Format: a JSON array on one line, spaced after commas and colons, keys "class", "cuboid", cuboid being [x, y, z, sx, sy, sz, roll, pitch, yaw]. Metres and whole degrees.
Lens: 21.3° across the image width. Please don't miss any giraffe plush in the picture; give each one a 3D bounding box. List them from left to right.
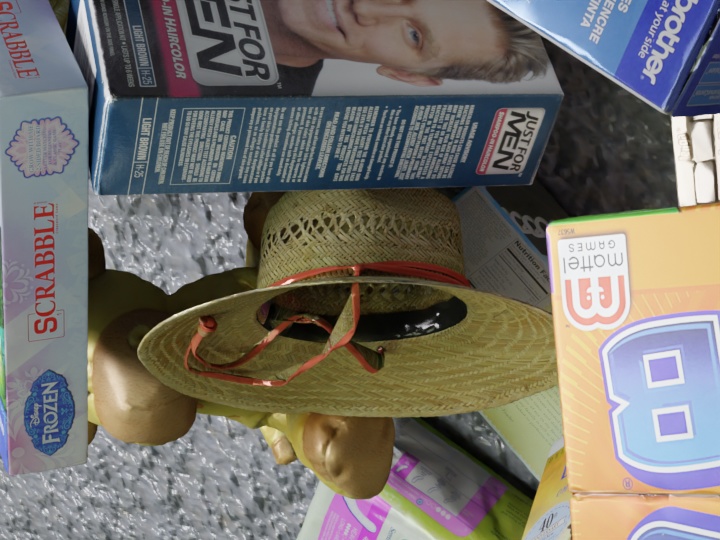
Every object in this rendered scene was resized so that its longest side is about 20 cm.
[{"class": "giraffe plush", "cuboid": [-0.086, 0.038, 1.000, 0.200, 0.161, 0.174, -9, 85, 63]}]

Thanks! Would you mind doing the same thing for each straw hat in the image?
[{"class": "straw hat", "cuboid": [0.000, 0.000, 0.865, 0.199, 0.086, 0.201, 0, 158, 0]}]

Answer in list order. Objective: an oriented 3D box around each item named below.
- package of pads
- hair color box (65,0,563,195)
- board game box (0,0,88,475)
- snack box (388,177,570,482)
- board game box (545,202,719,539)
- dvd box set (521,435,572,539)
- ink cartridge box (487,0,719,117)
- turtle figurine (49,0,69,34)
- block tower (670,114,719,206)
[{"class": "package of pads", "cuboid": [0.058, 0.181, 1.099, 0.199, 0.068, 0.155, 36, 141, 13]}, {"class": "hair color box", "cuboid": [-0.022, -0.089, 0.834, 0.061, 0.198, 0.101, 108, 154, -47]}, {"class": "board game box", "cuboid": [-0.167, -0.045, 0.895, 0.200, 0.041, 0.201, -121, 30, -50]}, {"class": "snack box", "cuboid": [0.103, 0.047, 0.970, 0.200, 0.037, 0.116, 49, 141, -1]}, {"class": "board game box", "cuboid": [0.212, 0.068, 0.703, 0.199, 0.199, 0.202, -5, 91, 42]}, {"class": "dvd box set", "cuboid": [0.109, 0.135, 0.851, 0.029, 0.201, 0.146, 33, 142, -12]}, {"class": "ink cartridge box", "cuboid": [0.109, -0.122, 0.711, 0.200, 0.136, 0.077, 39, 118, 27]}, {"class": "turtle figurine", "cuboid": [-0.223, -0.118, 1.053, 0.195, 0.198, 0.145, 95, 156, -47]}, {"class": "block tower", "cuboid": [0.219, -0.060, 0.749, 0.199, 0.058, 0.055, -5, 90, 43]}]
